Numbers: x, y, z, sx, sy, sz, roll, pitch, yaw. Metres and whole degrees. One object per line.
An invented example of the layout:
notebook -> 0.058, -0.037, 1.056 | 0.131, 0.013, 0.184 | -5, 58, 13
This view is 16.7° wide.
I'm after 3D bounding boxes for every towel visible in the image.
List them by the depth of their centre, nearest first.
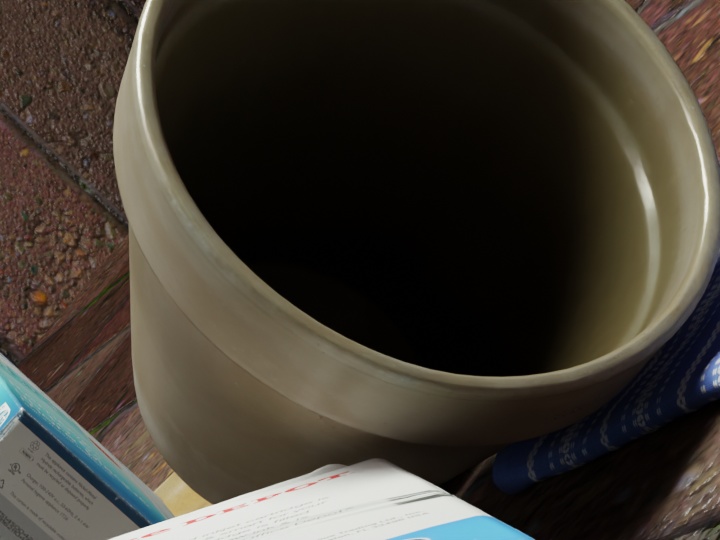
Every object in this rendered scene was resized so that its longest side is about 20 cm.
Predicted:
towel -> 0.125, -0.003, 0.820 | 0.145, 0.024, 0.200 | -54, 11, -34

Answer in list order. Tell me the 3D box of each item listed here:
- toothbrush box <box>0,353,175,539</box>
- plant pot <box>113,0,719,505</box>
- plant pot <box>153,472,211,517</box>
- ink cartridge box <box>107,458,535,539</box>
toothbrush box -> -0.141, 0.112, 1.078 | 0.085, 0.146, 0.200 | -47, 19, -5
plant pot -> 0.000, 0.000, 0.841 | 0.200, 0.200, 0.174 | -54, -5, -39
plant pot -> -0.107, 0.154, 1.237 | 0.200, 0.027, 0.200 | -46, 9, 10
ink cartridge box -> -0.032, 0.117, 0.662 | 0.145, 0.085, 0.200 | -17, 3, -9
